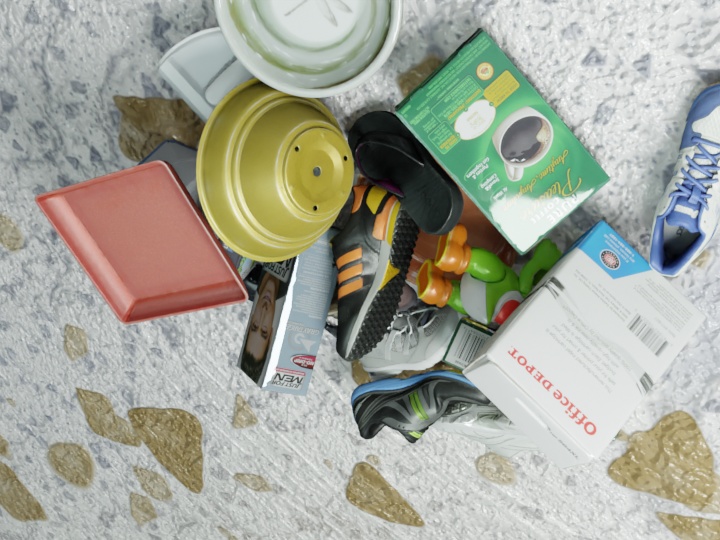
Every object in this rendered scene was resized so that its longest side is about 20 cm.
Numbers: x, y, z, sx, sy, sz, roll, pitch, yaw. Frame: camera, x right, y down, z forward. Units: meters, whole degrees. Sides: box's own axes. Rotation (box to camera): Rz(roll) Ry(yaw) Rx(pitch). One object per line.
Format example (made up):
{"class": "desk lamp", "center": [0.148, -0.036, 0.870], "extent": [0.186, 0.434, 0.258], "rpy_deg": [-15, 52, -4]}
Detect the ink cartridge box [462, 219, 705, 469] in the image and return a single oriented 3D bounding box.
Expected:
{"class": "ink cartridge box", "center": [0.221, 0.074, 1.090], "extent": [0.146, 0.200, 0.084], "rpy_deg": [44, 159, 2]}

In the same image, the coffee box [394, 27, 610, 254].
{"class": "coffee box", "center": [0.142, -0.128, 1.102], "extent": [0.123, 0.044, 0.200], "rpy_deg": [-43, 100, 8]}

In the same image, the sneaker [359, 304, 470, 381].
{"class": "sneaker", "center": [0.054, 0.077, 1.340], "extent": [0.082, 0.075, 0.200], "rpy_deg": [47, 135, -13]}

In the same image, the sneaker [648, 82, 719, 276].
{"class": "sneaker", "center": [0.326, -0.079, 1.040], "extent": [0.075, 0.088, 0.200], "rpy_deg": [20, 132, 19]}

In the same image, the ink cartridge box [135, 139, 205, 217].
{"class": "ink cartridge box", "center": [-0.255, -0.044, 1.386], "extent": [0.076, 0.137, 0.200], "rpy_deg": [24, 134, 14]}

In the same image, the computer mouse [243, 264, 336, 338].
{"class": "computer mouse", "center": [-0.089, 0.050, 1.435], "extent": [0.200, 0.034, 0.059], "rpy_deg": [28, 134, 8]}

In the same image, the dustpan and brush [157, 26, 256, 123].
{"class": "dustpan and brush", "center": [-0.116, -0.233, 1.199], "extent": [0.200, 0.057, 0.140], "rpy_deg": [-40, 102, 15]}

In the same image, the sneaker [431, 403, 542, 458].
{"class": "sneaker", "center": [0.158, 0.197, 1.378], "extent": [0.199, 0.078, 0.100], "rpy_deg": [6, 136, 32]}

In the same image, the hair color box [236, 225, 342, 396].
{"class": "hair color box", "center": [-0.082, 0.037, 1.300], "extent": [0.060, 0.201, 0.099], "rpy_deg": [12, -174, -26]}

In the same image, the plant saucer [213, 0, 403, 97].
{"class": "plant saucer", "center": [-0.050, -0.278, 1.113], "extent": [0.199, 0.050, 0.201], "rpy_deg": [7, 117, 13]}

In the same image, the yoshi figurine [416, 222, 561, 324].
{"class": "yoshi figurine", "center": [0.168, 0.014, 1.187], "extent": [0.199, 0.112, 0.112], "rpy_deg": [22, 177, -9]}

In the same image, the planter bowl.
{"class": "planter bowl", "center": [-0.068, -0.105, 1.159], "extent": [0.083, 0.200, 0.201], "rpy_deg": [8, 131, 48]}

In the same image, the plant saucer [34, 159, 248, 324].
{"class": "plant saucer", "center": [-0.247, -0.035, 1.271], "extent": [0.199, 0.037, 0.200], "rpy_deg": [-11, 122, 30]}

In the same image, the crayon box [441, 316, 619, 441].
{"class": "crayon box", "center": [0.200, 0.122, 1.231], "extent": [0.200, 0.058, 0.173], "rpy_deg": [25, 178, 13]}

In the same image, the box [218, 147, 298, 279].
{"class": "box", "center": [-0.128, -0.064, 1.312], "extent": [0.035, 0.110, 0.200], "rpy_deg": [31, 136, 5]}

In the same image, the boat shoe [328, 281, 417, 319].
{"class": "boat shoe", "center": [-0.015, 0.031, 1.347], "extent": [0.200, 0.072, 0.065], "rpy_deg": [-4, 154, 45]}

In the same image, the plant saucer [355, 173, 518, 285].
{"class": "plant saucer", "center": [0.089, -0.062, 1.238], "extent": [0.200, 0.032, 0.201], "rpy_deg": [16, 132, 19]}

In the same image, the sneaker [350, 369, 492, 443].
{"class": "sneaker", "center": [0.079, 0.167, 1.337], "extent": [0.199, 0.083, 0.071], "rpy_deg": [-15, 161, 30]}

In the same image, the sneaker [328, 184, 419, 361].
{"class": "sneaker", "center": [0.000, 0.000, 1.236], "extent": [0.090, 0.070, 0.201], "rpy_deg": [24, 103, 29]}

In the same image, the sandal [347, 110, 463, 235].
{"class": "sandal", "center": [0.036, -0.111, 1.146], "extent": [0.200, 0.048, 0.075], "rpy_deg": [47, 123, 43]}
